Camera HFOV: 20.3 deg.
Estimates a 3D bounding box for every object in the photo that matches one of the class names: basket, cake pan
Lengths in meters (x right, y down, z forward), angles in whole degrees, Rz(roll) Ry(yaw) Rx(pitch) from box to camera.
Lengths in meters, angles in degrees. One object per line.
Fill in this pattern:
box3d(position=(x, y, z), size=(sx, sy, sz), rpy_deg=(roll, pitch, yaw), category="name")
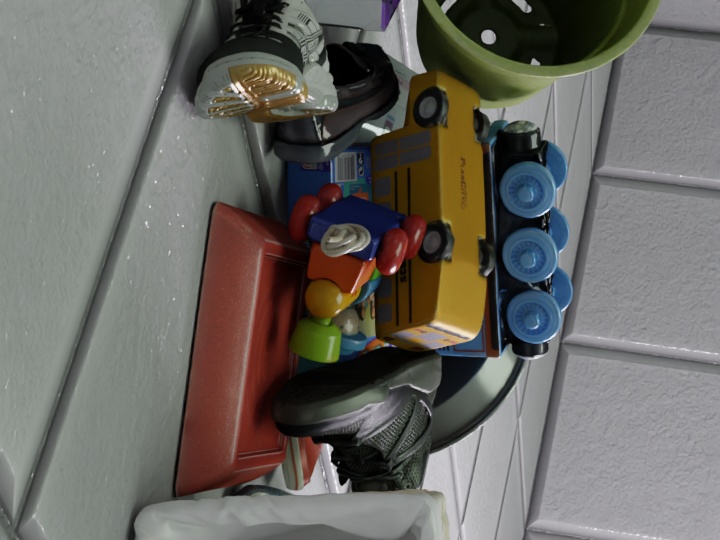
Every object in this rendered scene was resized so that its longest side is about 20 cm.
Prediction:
box3d(position=(-0.035, 0.241, 1.322), size=(0.161, 0.196, 0.202), rpy_deg=(7, 80, -84), category="basket")
box3d(position=(0.053, 0.070, 1.746), size=(0.037, 0.199, 0.202), rpy_deg=(50, 43, -40), category="cake pan")

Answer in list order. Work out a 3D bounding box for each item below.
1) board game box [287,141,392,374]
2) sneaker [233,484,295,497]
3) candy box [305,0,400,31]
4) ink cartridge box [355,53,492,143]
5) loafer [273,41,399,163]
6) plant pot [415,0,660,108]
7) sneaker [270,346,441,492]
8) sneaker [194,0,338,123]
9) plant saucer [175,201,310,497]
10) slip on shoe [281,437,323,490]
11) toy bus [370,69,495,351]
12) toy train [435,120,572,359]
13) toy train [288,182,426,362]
box3d(position=(0.000, 0.000, 1.599), size=(0.152, 0.045, 0.202), rpy_deg=(-8, 99, -58), category="board game box")
box3d(position=(-0.013, 0.227, 1.484), size=(0.078, 0.200, 0.086), rpy_deg=(-48, -176, -25), category="sneaker")
box3d(position=(0.010, -0.305, 1.549), size=(0.201, 0.071, 0.169), rpy_deg=(-66, 161, -54), category="candy box")
box3d(position=(0.041, -0.060, 1.695), size=(0.162, 0.057, 0.202), rpy_deg=(30, 57, -33), category="ink cartridge box")
box3d(position=(-0.016, -0.144, 1.542), size=(0.200, 0.071, 0.064), rpy_deg=(-56, 148, -60), category="loafer")
box3d(position=(0.117, -0.214, 1.583), size=(0.190, 0.198, 0.202), rpy_deg=(122, -20, -72), category="plant pot")
box3d(position=(0.000, 0.124, 1.502), size=(0.199, 0.076, 0.116), rpy_deg=(-10, 102, -64), category="sneaker")
box3d(position=(-0.068, -0.145, 1.313), size=(0.200, 0.075, 0.089), rpy_deg=(-11, 93, -81), category="sneaker")
box3d(position=(-0.077, 0.060, 1.444), size=(0.200, 0.036, 0.202), rpy_deg=(16, 81, -79), category="plant saucer")
box3d(position=(-0.026, 0.093, 1.657), size=(0.074, 0.061, 0.201), rpy_deg=(87, 17, -50), category="slip on shoe")
box3d(position=(0.053, -0.046, 1.541), size=(0.065, 0.078, 0.202), rpy_deg=(19, 63, -49), category="toy bus")
box3d(position=(0.109, -0.023, 1.628), size=(0.087, 0.113, 0.202), rpy_deg=(-55, 143, -64), category="toy train")
box3d(position=(-0.022, 0.013, 1.425), size=(0.200, 0.084, 0.117), rpy_deg=(-38, 147, -74), category="toy train")
